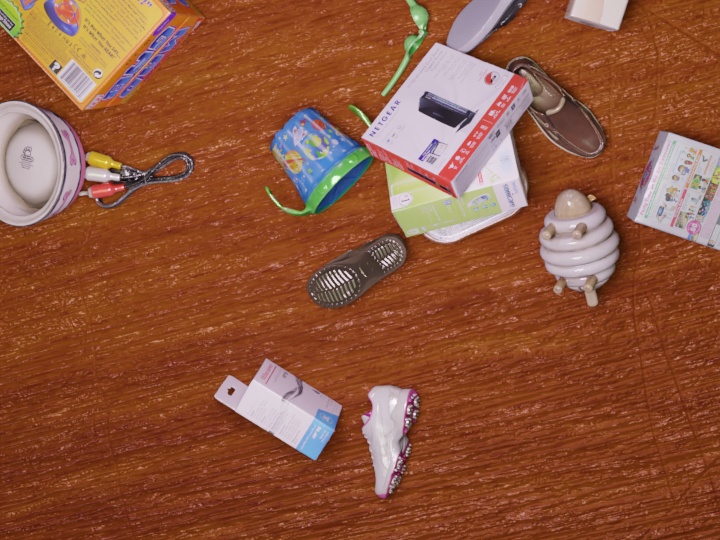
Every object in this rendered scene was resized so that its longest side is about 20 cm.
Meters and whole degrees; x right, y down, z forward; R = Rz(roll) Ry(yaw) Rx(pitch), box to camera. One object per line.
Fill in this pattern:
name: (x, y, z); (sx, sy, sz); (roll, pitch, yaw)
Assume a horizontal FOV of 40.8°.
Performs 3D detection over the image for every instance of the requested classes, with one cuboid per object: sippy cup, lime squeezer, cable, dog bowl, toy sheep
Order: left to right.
dog bowl: (-0.536, -0.174, 1.582); (0.198, 0.074, 0.203); (3, 98, 25)
cable: (-0.375, -0.150, 1.605); (0.197, 0.050, 0.098); (0, 100, 7)
sippy cup: (-0.069, -0.181, 1.534); (0.130, 0.178, 0.140); (46, 143, 5)
lime squeezer: (0.070, -0.373, 1.518); (0.070, 0.038, 0.202); (4, 104, 5)
toy sheep: (0.343, -0.033, 1.518); (0.136, 0.138, 0.202); (-9, 112, 8)

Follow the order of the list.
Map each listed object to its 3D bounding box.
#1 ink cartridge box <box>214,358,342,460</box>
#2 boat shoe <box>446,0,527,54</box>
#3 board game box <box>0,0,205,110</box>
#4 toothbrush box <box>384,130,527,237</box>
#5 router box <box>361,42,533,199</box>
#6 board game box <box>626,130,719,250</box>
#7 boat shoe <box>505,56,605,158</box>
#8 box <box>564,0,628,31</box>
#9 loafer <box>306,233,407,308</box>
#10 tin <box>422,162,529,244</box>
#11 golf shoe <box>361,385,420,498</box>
ink cartridge box: (-0.136, 0.221, 1.630); (0.199, 0.116, 0.067); (32, 104, -2)
boat shoe: (0.215, -0.405, 1.484); (0.056, 0.069, 0.200); (26, 114, -40)
board game box: (-0.395, -0.392, 1.478); (0.200, 0.200, 0.200); (-42, 95, 13)
toothbrush box: (0.143, -0.155, 1.491); (0.198, 0.086, 0.147); (-13, 60, 13)
router box: (0.130, -0.227, 1.454); (0.179, 0.049, 0.201); (30, 76, 32)
board game box: (0.541, -0.117, 1.513); (0.198, 0.064, 0.149); (19, 103, 0)
boat shoe: (0.300, -0.247, 1.502); (0.202, 0.075, 0.075); (40, 103, -4)
box: (0.374, -0.465, 1.439); (0.077, 0.095, 0.202); (16, 102, 3)
loafer: (0.000, 0.000, 1.596); (0.199, 0.067, 0.077); (-25, 96, 27)
tin: (0.178, -0.115, 1.565); (0.198, 0.042, 0.113); (-25, 103, 10)
golf shoe: (0.041, 0.289, 1.658); (0.091, 0.075, 0.202); (15, 102, 18)
